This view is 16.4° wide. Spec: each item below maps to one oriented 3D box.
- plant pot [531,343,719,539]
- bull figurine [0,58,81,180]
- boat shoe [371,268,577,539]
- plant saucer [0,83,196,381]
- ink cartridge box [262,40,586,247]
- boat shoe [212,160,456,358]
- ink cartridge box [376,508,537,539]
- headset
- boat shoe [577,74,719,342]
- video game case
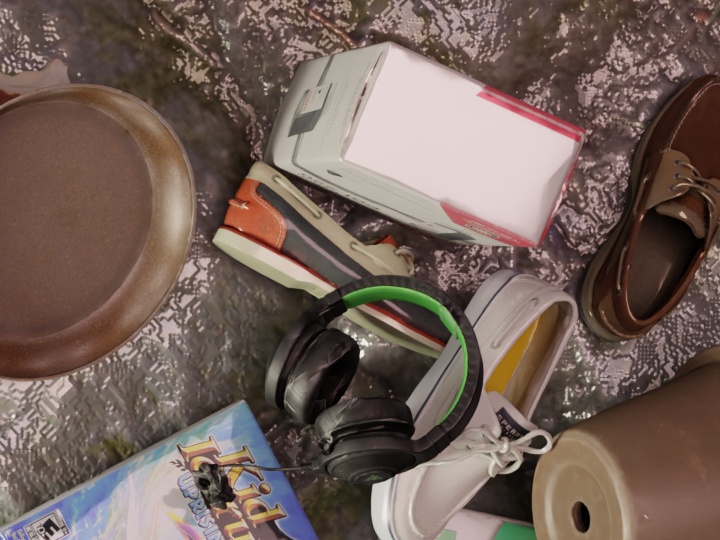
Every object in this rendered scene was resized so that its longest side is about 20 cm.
[{"bbox_3d":[0.211,0.151,1.629,0.174,0.200,0.201,-6,91,-29],"label":"plant pot"},{"bbox_3d":[-0.269,-0.079,1.574,0.121,0.065,0.200,43,76,-8],"label":"bull figurine"},{"bbox_3d":[0.085,0.099,1.613,0.075,0.086,0.202,39,77,-40],"label":"boat shoe"},{"bbox_3d":[-0.197,-0.027,1.575,0.200,0.032,0.201,-15,119,-28],"label":"plant saucer"},{"bbox_3d":[0.035,-0.078,1.594,0.145,0.200,0.085,23,87,-15],"label":"ink cartridge box"},{"bbox_3d":[0.000,0.000,1.653,0.200,0.071,0.063,29,78,-10],"label":"boat shoe"},{"bbox_3d":[0.077,0.265,1.681,0.160,0.050,0.201,13,83,-16],"label":"ink cartridge box"},{"bbox_3d":[-0.017,0.082,1.564,0.200,0.094,0.124,-37,68,-4],"label":"headset"},{"bbox_3d":[0.220,-0.041,1.715,0.076,0.072,0.201,25,82,-15],"label":"boat shoe"},{"bbox_3d":[-0.109,0.213,1.604,0.181,0.045,0.200,-28,88,-16],"label":"video game case"}]
